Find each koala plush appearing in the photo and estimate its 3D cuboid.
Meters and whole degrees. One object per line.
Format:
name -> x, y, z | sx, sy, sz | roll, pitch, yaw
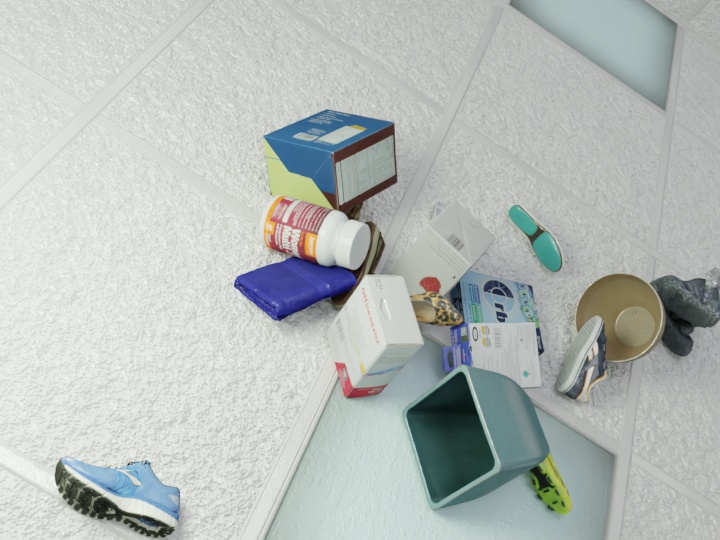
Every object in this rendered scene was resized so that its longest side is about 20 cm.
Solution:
koala plush -> 0.819, 0.075, 2.028 | 0.199, 0.178, 0.184 | -21, 59, -35

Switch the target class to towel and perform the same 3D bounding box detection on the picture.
towel -> -0.125, 0.028, 1.572 | 0.199, 0.050, 0.147 | -20, 36, -38

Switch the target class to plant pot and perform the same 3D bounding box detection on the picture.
plant pot -> 0.609, 0.119, 1.877 | 0.134, 0.199, 0.202 | 22, 42, -51
plant pot -> 0.229, 0.305, 1.508 | 0.198, 0.196, 0.197 | 7, 53, -37

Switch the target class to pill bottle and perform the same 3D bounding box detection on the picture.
pill bottle -> -0.088, -0.072, 1.595 | 0.198, 0.110, 0.110 | 17, 43, 22

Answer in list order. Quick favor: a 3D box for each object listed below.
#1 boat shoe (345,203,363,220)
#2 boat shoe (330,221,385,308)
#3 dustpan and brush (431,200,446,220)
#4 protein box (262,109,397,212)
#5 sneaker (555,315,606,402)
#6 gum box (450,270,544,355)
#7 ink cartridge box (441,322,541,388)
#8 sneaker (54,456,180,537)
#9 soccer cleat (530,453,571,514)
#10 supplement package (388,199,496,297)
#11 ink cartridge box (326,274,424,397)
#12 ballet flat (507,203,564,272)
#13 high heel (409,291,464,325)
boat shoe -> -0.038, -0.130, 1.754 | 0.200, 0.075, 0.075 | -42, 115, -49
boat shoe -> 0.005, 0.000, 1.674 | 0.075, 0.074, 0.204 | 49, 55, -40
dustpan and brush -> 0.204, -0.080, 1.855 | 0.139, 0.057, 0.200 | 39, 47, 1
protein box -> -0.059, -0.231, 1.703 | 0.197, 0.136, 0.199 | 18, 35, 36
sneaker -> 0.501, 0.198, 1.801 | 0.079, 0.078, 0.201 | 34, 67, -5
gum box -> 0.296, 0.095, 1.791 | 0.198, 0.045, 0.171 | 12, 53, -21
ink cartridge box -> 0.261, 0.175, 1.659 | 0.198, 0.076, 0.138 | 1, 79, -27
sneaker -> -0.361, 0.325, 1.231 | 0.199, 0.079, 0.090 | 30, 39, -19
soccer cleat -> 0.359, 0.378, 1.606 | 0.083, 0.065, 0.201 | -17, 67, -40
supplement package -> 0.162, -0.022, 1.692 | 0.121, 0.200, 0.120 | 42, 46, 5
ink cartridge box -> 0.022, 0.123, 1.505 | 0.085, 0.200, 0.149 | 1, 57, -29
ballet flat -> 0.438, -0.085, 1.999 | 0.069, 0.070, 0.201 | -22, 69, -39
high heel -> 0.095, 0.093, 1.631 | 0.198, 0.072, 0.142 | 22, 36, 24
